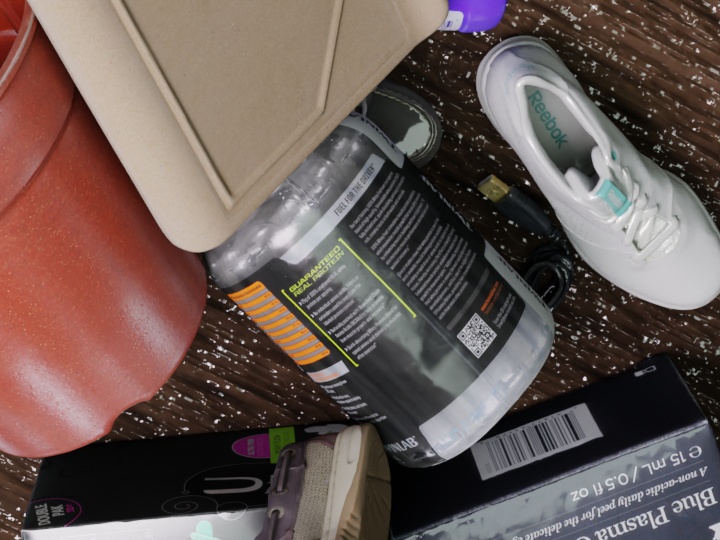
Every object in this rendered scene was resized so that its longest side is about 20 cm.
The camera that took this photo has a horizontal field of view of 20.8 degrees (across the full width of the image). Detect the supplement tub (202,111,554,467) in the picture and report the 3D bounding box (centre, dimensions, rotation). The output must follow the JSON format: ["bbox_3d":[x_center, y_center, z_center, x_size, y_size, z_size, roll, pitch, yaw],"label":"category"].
[{"bbox_3d":[0.000,0.000,1.059,0.122,0.123,0.200,-42,104,8],"label":"supplement tub"}]

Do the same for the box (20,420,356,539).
[{"bbox_3d":[-0.086,0.172,1.132,0.198,0.149,0.126,-5,103,-2],"label":"box"}]

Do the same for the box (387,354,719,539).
[{"bbox_3d":[0.135,0.188,1.172,0.195,0.118,0.201,-21,108,2],"label":"box"}]

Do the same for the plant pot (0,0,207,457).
[{"bbox_3d":[-0.188,-0.021,0.979,0.200,0.201,0.196,-33,127,5],"label":"plant pot"}]

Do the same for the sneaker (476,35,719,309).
[{"bbox_3d":[0.141,-0.044,1.121,0.075,0.089,0.200,-44,105,7],"label":"sneaker"}]

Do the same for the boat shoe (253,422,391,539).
[{"bbox_3d":[-0.029,0.157,0.982,0.064,0.201,0.072,-9,128,19],"label":"boat shoe"}]

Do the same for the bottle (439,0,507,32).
[{"bbox_3d":[-0.020,-0.167,1.076,0.198,0.084,0.066,2,96,-4],"label":"bottle"}]

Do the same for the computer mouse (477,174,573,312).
[{"bbox_3d":[0.031,-0.003,1.145,0.199,0.046,0.141,33,102,-12],"label":"computer mouse"}]

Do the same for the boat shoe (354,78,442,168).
[{"bbox_3d":[-0.048,-0.089,1.106,0.198,0.057,0.068,12,95,-8],"label":"boat shoe"}]

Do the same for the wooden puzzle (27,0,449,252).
[{"bbox_3d":[-0.059,-0.138,0.949,0.200,0.037,0.186,-44,125,-24],"label":"wooden puzzle"}]
